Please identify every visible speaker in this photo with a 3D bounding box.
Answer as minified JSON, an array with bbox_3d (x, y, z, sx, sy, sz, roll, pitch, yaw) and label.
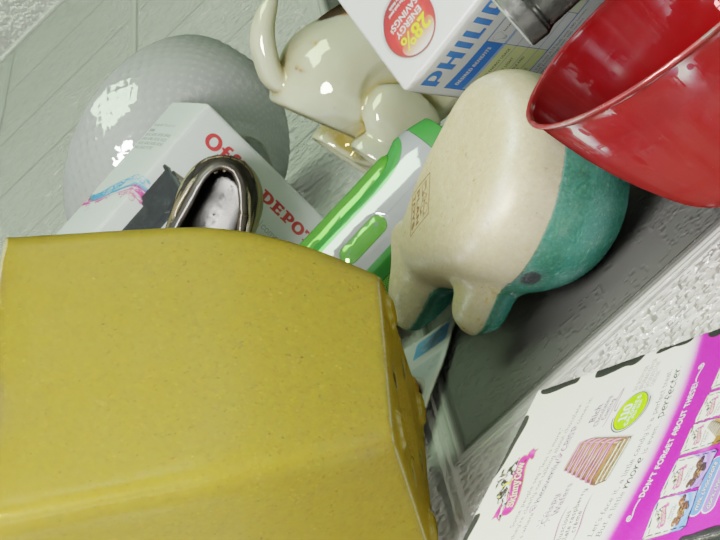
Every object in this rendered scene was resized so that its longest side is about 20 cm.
[{"bbox_3d":[0.000,0.000,1.552,0.200,0.088,0.088,-47,18,-3],"label":"speaker"}]

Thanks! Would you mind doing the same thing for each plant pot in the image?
[{"bbox_3d":[-0.068,0.096,1.274,0.199,0.194,0.196,-10,46,7],"label":"plant pot"}]

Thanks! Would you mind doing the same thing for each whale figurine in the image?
[{"bbox_3d":[0.084,-0.030,1.423,0.200,0.104,0.160,132,146,-53],"label":"whale figurine"}]

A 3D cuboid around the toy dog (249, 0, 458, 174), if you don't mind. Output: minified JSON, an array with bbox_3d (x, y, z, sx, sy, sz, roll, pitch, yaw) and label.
[{"bbox_3d":[0.035,-0.169,1.682,0.200,0.194,0.140,-56,10,-4],"label":"toy dog"}]

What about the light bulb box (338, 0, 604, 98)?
[{"bbox_3d":[0.112,-0.210,1.476,0.200,0.125,0.198,2,-45,-50],"label":"light bulb box"}]

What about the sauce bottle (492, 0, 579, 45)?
[{"bbox_3d":[0.157,-0.202,1.334,0.200,0.066,0.066,-43,18,6],"label":"sauce bottle"}]

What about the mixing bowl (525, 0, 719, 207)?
[{"bbox_3d":[0.198,-0.106,1.285,0.200,0.108,0.200,-40,15,13],"label":"mixing bowl"}]

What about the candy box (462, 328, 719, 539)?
[{"bbox_3d":[0.135,0.098,1.072,0.200,0.061,0.137,-23,29,50],"label":"candy box"}]

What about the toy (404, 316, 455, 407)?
[{"bbox_3d":[-0.013,0.098,1.429,0.115,0.047,0.200,-35,21,30],"label":"toy"}]

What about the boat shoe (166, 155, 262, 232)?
[{"bbox_3d":[-0.119,0.014,1.674,0.073,0.074,0.201,71,-150,-83],"label":"boat shoe"}]

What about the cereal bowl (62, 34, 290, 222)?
[{"bbox_3d":[-0.127,-0.075,1.877,0.083,0.200,0.200,29,73,38],"label":"cereal bowl"}]

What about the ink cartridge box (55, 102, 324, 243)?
[{"bbox_3d":[-0.137,-0.003,1.768,0.200,0.146,0.083,-50,19,-12],"label":"ink cartridge box"}]
